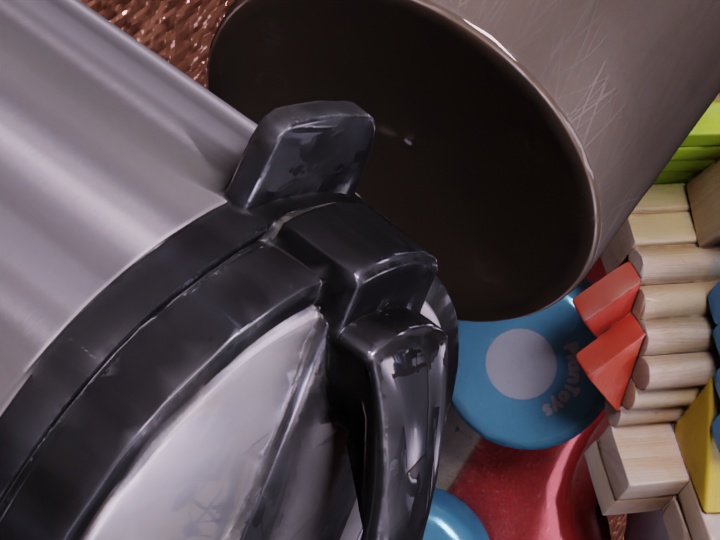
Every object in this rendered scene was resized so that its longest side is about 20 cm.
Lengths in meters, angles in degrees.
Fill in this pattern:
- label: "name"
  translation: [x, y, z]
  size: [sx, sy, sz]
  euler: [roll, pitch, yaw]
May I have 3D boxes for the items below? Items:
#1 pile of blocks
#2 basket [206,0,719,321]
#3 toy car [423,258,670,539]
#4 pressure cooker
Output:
- label: "pile of blocks"
  translation: [0.103, 0.001, 0.876]
  size: [0.062, 0.082, 0.201]
  euler: [-3, 97, -24]
- label: "basket"
  translation: [0.055, -0.094, 0.747]
  size: [0.200, 0.136, 0.181]
  euler: [-55, 168, -37]
- label: "toy car"
  translation: [0.112, 0.093, 1.009]
  size: [0.177, 0.200, 0.184]
  euler: [-60, 172, 12]
- label: "pressure cooker"
  translation: [-0.074, 0.037, 0.668]
  size: [0.179, 0.200, 0.176]
  euler: [-45, 153, -22]
